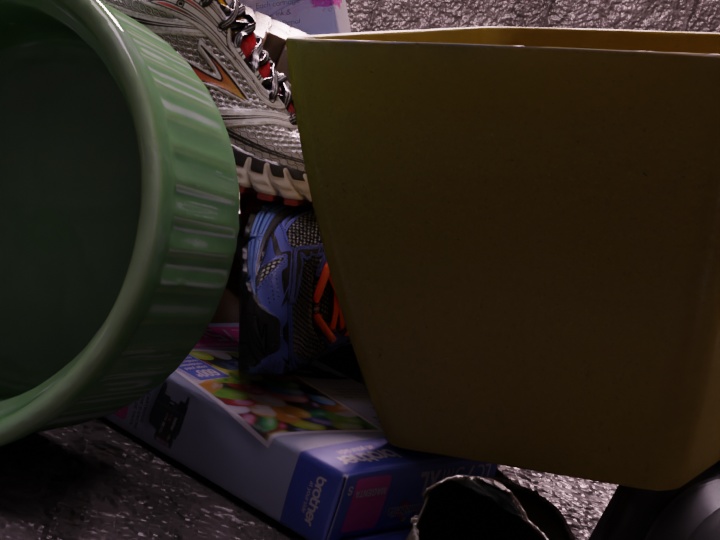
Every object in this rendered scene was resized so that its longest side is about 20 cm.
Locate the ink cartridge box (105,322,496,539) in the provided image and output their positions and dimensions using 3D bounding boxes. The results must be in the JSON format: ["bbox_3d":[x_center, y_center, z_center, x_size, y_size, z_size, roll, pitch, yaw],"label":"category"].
[{"bbox_3d":[-0.025,0.076,0.808,0.200,0.042,0.119,28,16,34],"label":"ink cartridge box"}]

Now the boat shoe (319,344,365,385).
[{"bbox_3d":[0.024,0.048,0.937,0.200,0.074,0.066,15,10,42],"label":"boat shoe"}]

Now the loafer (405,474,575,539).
[{"bbox_3d":[0.050,0.112,0.660,0.075,0.070,0.200,24,14,8],"label":"loafer"}]

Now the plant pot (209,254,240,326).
[{"bbox_3d":[-0.109,-0.044,0.943,0.200,0.027,0.200,59,5,-8],"label":"plant pot"}]

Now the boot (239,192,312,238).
[{"bbox_3d":[0.003,-0.041,1.076,0.155,0.077,0.200,8,21,-4],"label":"boot"}]

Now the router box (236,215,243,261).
[{"bbox_3d":[0.016,0.012,1.111,0.149,0.051,0.200,1,19,-46],"label":"router box"}]

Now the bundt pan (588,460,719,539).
[{"bbox_3d":[0.199,0.132,0.785,0.201,0.076,0.202,18,11,-4],"label":"bundt pan"}]

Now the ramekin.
[{"bbox_3d":[-0.146,-0.026,0.726,0.199,0.201,0.098,22,5,22],"label":"ramekin"}]

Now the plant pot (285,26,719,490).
[{"bbox_3d":[0.100,-0.013,0.776,0.199,0.177,0.200,7,12,29],"label":"plant pot"}]

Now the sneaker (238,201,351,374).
[{"bbox_3d":[0.000,0.000,0.845,0.078,0.076,0.200,7,18,21],"label":"sneaker"}]

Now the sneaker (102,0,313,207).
[{"bbox_3d":[-0.070,-0.093,0.822,0.199,0.082,0.078,28,13,-9],"label":"sneaker"}]

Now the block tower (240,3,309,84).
[{"bbox_3d":[-0.110,-0.120,0.882,0.199,0.054,0.058,23,18,-7],"label":"block tower"}]

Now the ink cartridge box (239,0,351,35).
[{"bbox_3d":[-0.071,-0.172,1.063,0.116,0.201,0.068,-6,29,7],"label":"ink cartridge box"}]
